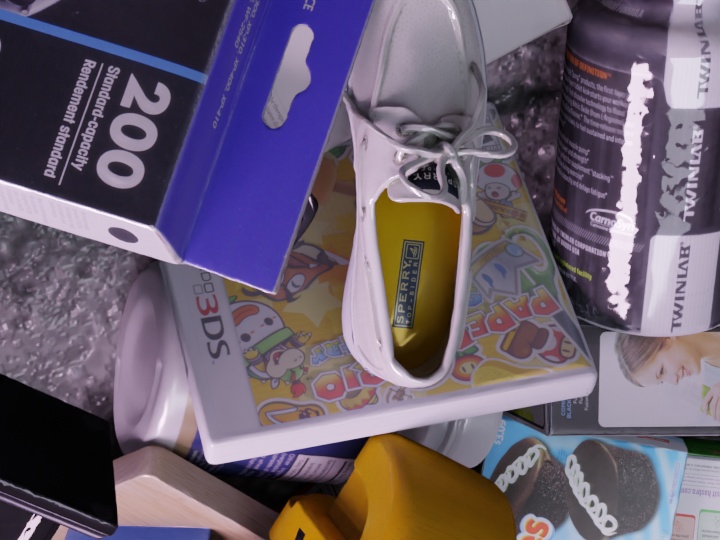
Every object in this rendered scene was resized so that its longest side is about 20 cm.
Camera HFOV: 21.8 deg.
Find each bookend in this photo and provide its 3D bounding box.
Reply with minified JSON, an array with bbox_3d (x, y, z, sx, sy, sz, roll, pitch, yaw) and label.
[{"bbox_3d":[-0.247,0.130,0.861,0.198,0.092,0.201,27,110,-22],"label":"bookend"}]

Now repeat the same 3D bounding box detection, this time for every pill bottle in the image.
[{"bbox_3d":[0.153,-0.077,0.946,0.105,0.106,0.202,-5,116,-15],"label":"pill bottle"},{"bbox_3d":[-0.026,0.059,1.018,0.198,0.111,0.112,7,118,-22],"label":"pill bottle"}]

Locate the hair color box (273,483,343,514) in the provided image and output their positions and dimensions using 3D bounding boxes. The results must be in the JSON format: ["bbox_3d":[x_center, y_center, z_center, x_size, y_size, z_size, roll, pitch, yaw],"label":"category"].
[{"bbox_3d":[0.029,0.203,1.154,0.101,0.061,0.200,-37,123,6],"label":"hair color box"}]

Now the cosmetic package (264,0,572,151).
[{"bbox_3d":[-0.010,-0.133,0.922,0.199,0.085,0.108,-28,124,-1],"label":"cosmetic package"}]

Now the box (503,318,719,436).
[{"bbox_3d":[0.182,0.055,1.029,0.198,0.117,0.061,1,92,-11],"label":"box"}]

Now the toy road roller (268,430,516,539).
[{"bbox_3d":[0.021,0.171,0.899,0.122,0.200,0.147,27,99,-32],"label":"toy road roller"}]

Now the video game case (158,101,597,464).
[{"bbox_3d":[0.000,0.000,0.952,0.198,0.183,0.023,-9,146,-13],"label":"video game case"}]

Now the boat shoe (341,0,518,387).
[{"bbox_3d":[0.028,-0.045,0.851,0.074,0.086,0.204,4,96,-16],"label":"boat shoe"}]

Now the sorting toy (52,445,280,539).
[{"bbox_3d":[-0.104,0.194,1.036,0.199,0.070,0.198,34,141,-29],"label":"sorting toy"}]

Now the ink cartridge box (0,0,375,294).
[{"bbox_3d":[-0.099,-0.113,0.821,0.198,0.043,0.200,17,74,2],"label":"ink cartridge box"}]

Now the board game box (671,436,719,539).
[{"bbox_3d":[0.184,0.202,1.127,0.151,0.040,0.202,6,100,6],"label":"board game box"}]

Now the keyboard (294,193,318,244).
[{"bbox_3d":[-0.119,-0.062,0.892,0.200,0.040,0.104,39,147,-2],"label":"keyboard"}]

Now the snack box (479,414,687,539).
[{"bbox_3d":[0.115,0.187,1.093,0.115,0.037,0.202,10,100,4],"label":"snack box"}]
